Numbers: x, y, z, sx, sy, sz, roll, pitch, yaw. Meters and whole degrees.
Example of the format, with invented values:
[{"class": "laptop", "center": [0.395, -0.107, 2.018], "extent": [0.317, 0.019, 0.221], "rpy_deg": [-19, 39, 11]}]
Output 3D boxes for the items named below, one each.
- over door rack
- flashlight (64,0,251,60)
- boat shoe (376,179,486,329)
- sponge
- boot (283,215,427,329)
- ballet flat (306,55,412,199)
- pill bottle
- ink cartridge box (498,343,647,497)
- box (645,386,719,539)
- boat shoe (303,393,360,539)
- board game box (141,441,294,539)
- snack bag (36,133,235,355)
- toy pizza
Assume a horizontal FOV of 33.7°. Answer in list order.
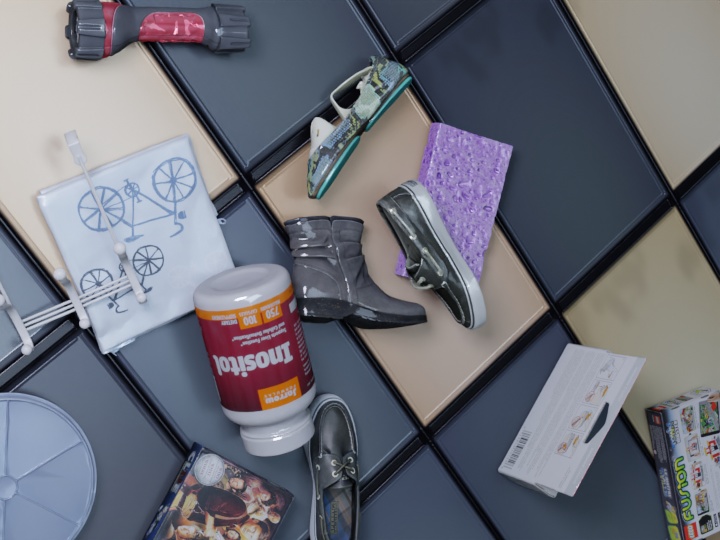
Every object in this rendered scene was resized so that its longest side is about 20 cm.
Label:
[{"class": "over door rack", "center": [-0.329, -0.026, 1.254], "extent": [0.147, 0.067, 0.201], "rpy_deg": [-24, 106, -10]}, {"class": "flashlight", "center": [-0.220, -0.264, 1.312], "extent": [0.199, 0.068, 0.068], "rpy_deg": [-3, 93, -25]}, {"class": "boat shoe", "center": [0.083, -0.009, 1.441], "extent": [0.064, 0.071, 0.201], "rpy_deg": [-32, 98, -21]}, {"class": "sponge", "center": [0.118, -0.077, 1.504], "extent": [0.111, 0.030, 0.201], "rpy_deg": [16, 86, -25]}, {"class": "boot", "center": [0.000, 0.000, 1.434], "extent": [0.199, 0.070, 0.132], "rpy_deg": [9, 76, -37]}, {"class": "ballet flat", "center": [-0.020, -0.176, 1.422], "extent": [0.074, 0.074, 0.200], "rpy_deg": [43, 73, -21]}, {"class": "pill bottle", "center": [-0.114, 0.102, 1.351], "extent": [0.113, 0.113, 0.201], "rpy_deg": [-21, 110, -23]}, {"class": "ink cartridge box", "center": [0.279, 0.194, 1.515], "extent": [0.043, 0.173, 0.200], "rpy_deg": [36, 78, -23]}, {"class": "box", "center": [0.473, 0.277, 1.690], "extent": [0.110, 0.035, 0.201], "rpy_deg": [-15, 99, -24]}, {"class": "boat shoe", "center": [-0.027, 0.251, 1.436], "extent": [0.068, 0.057, 0.201], "rpy_deg": [-4, 95, -25]}, {"class": "board game box", "center": [-0.180, 0.319, 1.379], "extent": [0.135, 0.035, 0.201], "rpy_deg": [32, 79, -24]}, {"class": "snack bag", "center": [-0.241, -0.030, 1.340], "extent": [0.188, 0.021, 0.201], "rpy_deg": [-26, 106, -21]}, {"class": "toy pizza", "center": [-0.384, 0.230, 1.279], "extent": [0.199, 0.032, 0.201], "rpy_deg": [-2, 94, -26]}]
